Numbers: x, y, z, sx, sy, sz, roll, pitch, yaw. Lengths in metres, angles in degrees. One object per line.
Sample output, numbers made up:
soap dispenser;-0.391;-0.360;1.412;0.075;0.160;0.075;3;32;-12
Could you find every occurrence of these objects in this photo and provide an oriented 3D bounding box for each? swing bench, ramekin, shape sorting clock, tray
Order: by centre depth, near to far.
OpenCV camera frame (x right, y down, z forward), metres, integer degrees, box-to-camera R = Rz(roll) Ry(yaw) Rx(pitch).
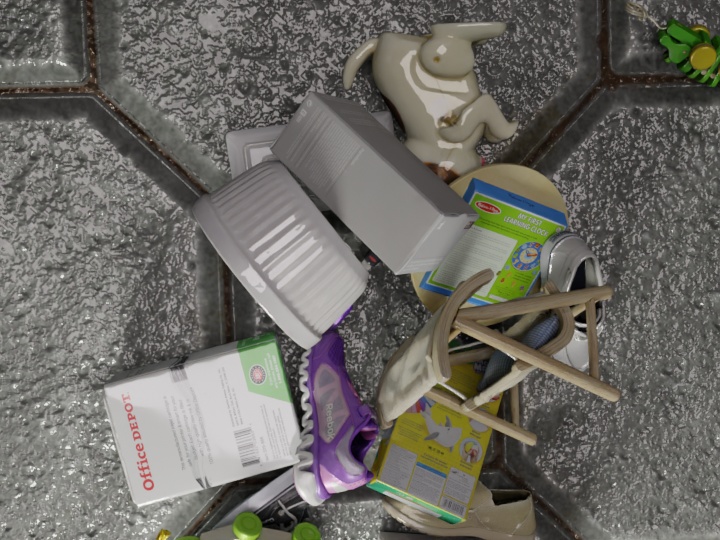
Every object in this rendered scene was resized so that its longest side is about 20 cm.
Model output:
swing bench;0.136;0.094;0.937;0.199;0.199;0.130;9;65;-14
ramekin;-0.079;-0.025;0.944;0.105;0.200;0.200;-39;97;0
shape sorting clock;0.147;-0.027;0.997;0.199;0.039;0.201;-9;121;-16
tray;-0.053;-0.123;1.031;0.199;0.022;0.108;-9;94;-6

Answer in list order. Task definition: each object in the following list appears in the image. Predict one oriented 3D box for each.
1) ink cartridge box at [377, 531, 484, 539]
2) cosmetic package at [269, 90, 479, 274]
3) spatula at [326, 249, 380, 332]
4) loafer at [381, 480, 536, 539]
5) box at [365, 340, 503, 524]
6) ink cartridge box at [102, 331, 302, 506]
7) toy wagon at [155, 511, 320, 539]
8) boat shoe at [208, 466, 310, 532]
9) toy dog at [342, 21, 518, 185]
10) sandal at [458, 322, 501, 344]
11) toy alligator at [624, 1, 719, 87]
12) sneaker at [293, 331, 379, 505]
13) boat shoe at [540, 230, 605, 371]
ink cartridge box;0.093;0.393;1.034;0.199;0.125;0.129;7;93;-7
cosmetic package;0.016;-0.091;0.910;0.200;0.107;0.090;49;112;20
spatula;0.000;0.000;1.030;0.056;0.021;0.200;42;108;-7
loafer;0.122;0.281;1.058;0.199;0.076;0.069;13;92;-16
box;0.093;0.178;1.026;0.117;0.048;0.201;26;65;-6
ink cartridge box;-0.176;0.167;1.007;0.199;0.084;0.147;-14;96;-5
toy wagon;-0.139;0.339;1.002;0.199;0.040;0.156;15;125;-15
boat shoe;-0.083;0.275;1.032;0.199;0.074;0.068;-32;83;-12
toy dog;0.084;-0.169;0.984;0.193;0.140;0.201;-6;99;-11
sandal;0.142;-0.011;1.052;0.075;0.048;0.201;4;107;-11
toy alligator;0.395;-0.263;1.055;0.199;0.059;0.054;20;132;-7
sneaker;-0.021;0.161;0.988;0.088;0.081;0.201;-11;58;18
boat shoe;0.249;0.052;1.019;0.073;0.065;0.201;-25;125;-10
